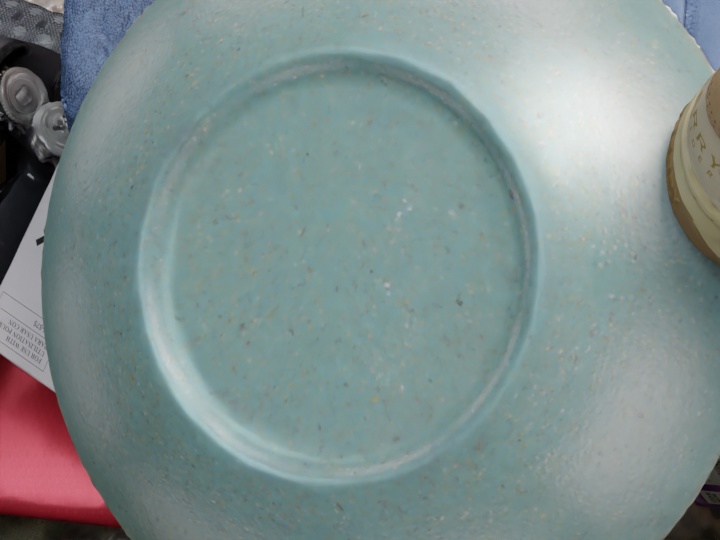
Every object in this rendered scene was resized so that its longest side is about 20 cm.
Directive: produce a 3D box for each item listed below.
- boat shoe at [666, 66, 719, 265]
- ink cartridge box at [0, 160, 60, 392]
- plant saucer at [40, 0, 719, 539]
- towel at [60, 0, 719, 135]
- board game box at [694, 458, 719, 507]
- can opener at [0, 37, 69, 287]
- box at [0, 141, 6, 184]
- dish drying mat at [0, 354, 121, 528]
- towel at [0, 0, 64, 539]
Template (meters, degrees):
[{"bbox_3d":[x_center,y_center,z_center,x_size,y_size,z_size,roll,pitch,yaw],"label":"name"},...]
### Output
[{"bbox_3d":[0.176,-0.023,0.692,0.200,0.065,0.071,2,68,-7],"label":"boat shoe"},{"bbox_3d":[-0.015,0.022,0.820,0.200,0.044,0.094,30,98,38],"label":"ink cartridge box"},{"bbox_3d":[0.000,0.000,0.741,0.201,0.039,0.201,-2,86,22],"label":"plant saucer"},{"bbox_3d":[0.017,-0.075,0.785,0.200,0.049,0.112,6,89,22],"label":"towel"},{"bbox_3d":[0.184,0.012,0.805,0.200,0.105,0.103,4,68,24],"label":"board game box"},{"bbox_3d":[-0.133,0.001,0.883,0.079,0.063,0.200,-34,24,42],"label":"can opener"},{"bbox_3d":[-0.205,0.008,0.961,0.200,0.021,0.164,2,65,11],"label":"box"},{"bbox_3d":[-0.062,0.044,0.904,0.200,0.018,0.077,6,65,3],"label":"dish drying mat"},{"bbox_3d":[-0.144,-0.001,0.992,0.192,0.035,0.200,20,71,26],"label":"towel"}]
